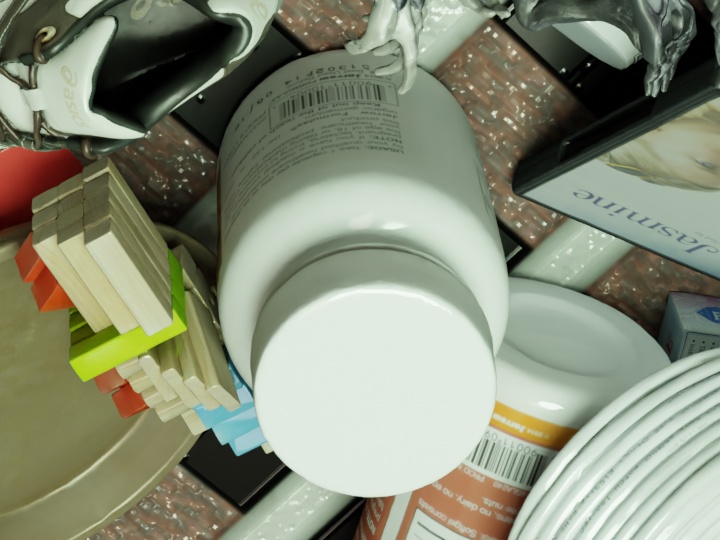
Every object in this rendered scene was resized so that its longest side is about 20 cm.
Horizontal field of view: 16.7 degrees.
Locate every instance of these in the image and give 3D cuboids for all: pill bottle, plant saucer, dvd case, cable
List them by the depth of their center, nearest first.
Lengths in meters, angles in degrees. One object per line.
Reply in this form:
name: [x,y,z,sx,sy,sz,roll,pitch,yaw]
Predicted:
pill bottle: [0.000,0.000,0.971,0.114,0.200,0.115,-1,117,-3]
dvd case: [0.160,-0.031,0.988,0.142,0.200,0.018,21,75,-14]
plant saucer: [-0.142,0.051,1.024,0.200,0.029,0.200,-25,143,-21]
cable: [0.141,0.128,1.029,0.200,0.069,0.200,3,118,-44]
pill bottle: [0.057,0.113,1.083,0.112,0.112,0.200,13,116,-11]

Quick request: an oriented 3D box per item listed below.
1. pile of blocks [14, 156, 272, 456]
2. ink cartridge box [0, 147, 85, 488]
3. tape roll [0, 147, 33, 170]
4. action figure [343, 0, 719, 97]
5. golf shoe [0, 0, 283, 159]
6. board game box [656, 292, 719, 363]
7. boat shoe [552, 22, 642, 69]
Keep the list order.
pile of blocks: [-0.081,0.038,0.972,0.062,0.082,0.200,-27,144,10]
ink cartridge box: [-0.175,0.039,1.027,0.200,0.050,0.161,-25,146,10]
tape roll: [-0.188,-0.134,0.963,0.202,0.071,0.203,-2,118,-3]
action figure: [0.035,-0.120,0.876,0.200,0.119,0.102,27,130,22]
golf shoe: [-0.123,-0.077,0.906,0.200,0.095,0.078,-24,118,9]
board game box: [0.217,0.118,1.136,0.199,0.041,0.200,9,116,-8]
boat shoe: [0.049,-0.159,0.975,0.200,0.069,0.057,37,87,-20]
